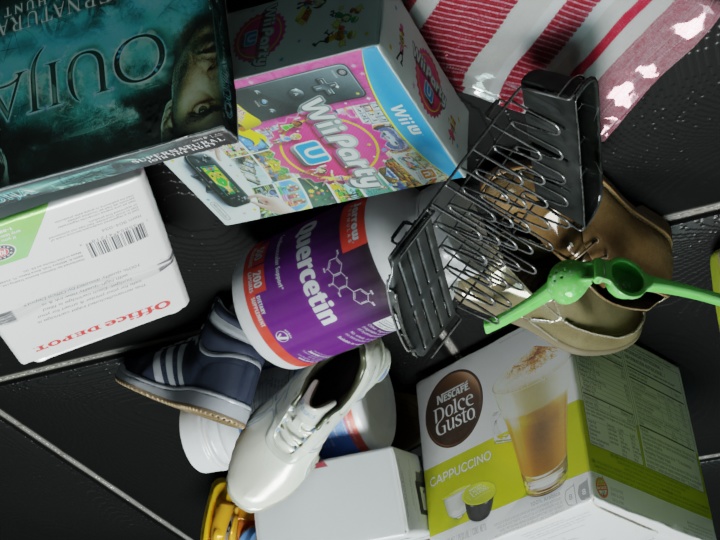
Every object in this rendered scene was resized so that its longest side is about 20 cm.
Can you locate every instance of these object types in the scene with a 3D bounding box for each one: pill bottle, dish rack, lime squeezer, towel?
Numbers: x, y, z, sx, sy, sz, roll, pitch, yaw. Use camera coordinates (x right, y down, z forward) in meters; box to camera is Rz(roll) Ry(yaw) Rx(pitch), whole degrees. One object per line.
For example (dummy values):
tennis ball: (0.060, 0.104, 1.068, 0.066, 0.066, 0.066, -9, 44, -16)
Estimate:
pill bottle: (-0.074, 0.143, 1.113, 0.199, 0.113, 0.112, -14, 144, 20)
dish rack: (0.094, -0.030, 0.775, 0.054, 0.200, 0.154, 28, 158, 29)
pill bottle: (0.000, 0.000, 0.907, 0.199, 0.113, 0.112, -24, 139, 29)
lime squeezer: (0.191, 0.020, 0.882, 0.199, 0.038, 0.071, -7, 125, 13)
towel: (0.123, -0.161, 0.755, 0.199, 0.023, 0.144, 14, 142, -20)

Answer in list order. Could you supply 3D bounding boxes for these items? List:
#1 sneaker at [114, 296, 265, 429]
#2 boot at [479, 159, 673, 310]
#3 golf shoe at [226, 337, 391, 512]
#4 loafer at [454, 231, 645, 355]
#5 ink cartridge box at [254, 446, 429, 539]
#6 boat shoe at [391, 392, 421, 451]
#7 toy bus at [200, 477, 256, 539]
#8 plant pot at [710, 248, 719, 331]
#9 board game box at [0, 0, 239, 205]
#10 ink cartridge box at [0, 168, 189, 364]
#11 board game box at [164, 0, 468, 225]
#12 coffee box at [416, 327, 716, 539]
sneaker: (-0.156, 0.080, 1.071, 0.070, 0.109, 0.199, 28, 166, -39)
boot: (0.182, -0.028, 0.905, 0.199, 0.076, 0.074, 22, 142, -27)
golf shoe: (-0.055, 0.128, 0.987, 0.078, 0.200, 0.097, 37, 179, 7)
loafer: (0.171, 0.020, 0.972, 0.199, 0.076, 0.067, 14, 149, -21)
ink cartridge box: (-0.006, 0.234, 1.109, 0.144, 0.084, 0.200, -13, 164, 11)
boat shoe: (0.004, 0.184, 1.221, 0.199, 0.074, 0.065, -20, 153, 31)
toy bus: (-0.077, 0.318, 1.283, 0.199, 0.137, 0.192, 10, 178, -12)
plant pot: (0.406, 0.054, 0.930, 0.198, 0.201, 0.181, -27, 132, 34)
board game box: (-0.175, -0.122, 0.705, 0.199, 0.136, 0.028, -13, 164, 17)
ink cartridge box: (-0.221, -0.026, 0.835, 0.145, 0.084, 0.200, -20, 153, -9)
board game box: (-0.044, -0.110, 0.769, 0.199, 0.065, 0.148, -10, 146, 25)
coffee box: (0.196, 0.186, 1.103, 0.199, 0.199, 0.199, 25, 138, -36)
